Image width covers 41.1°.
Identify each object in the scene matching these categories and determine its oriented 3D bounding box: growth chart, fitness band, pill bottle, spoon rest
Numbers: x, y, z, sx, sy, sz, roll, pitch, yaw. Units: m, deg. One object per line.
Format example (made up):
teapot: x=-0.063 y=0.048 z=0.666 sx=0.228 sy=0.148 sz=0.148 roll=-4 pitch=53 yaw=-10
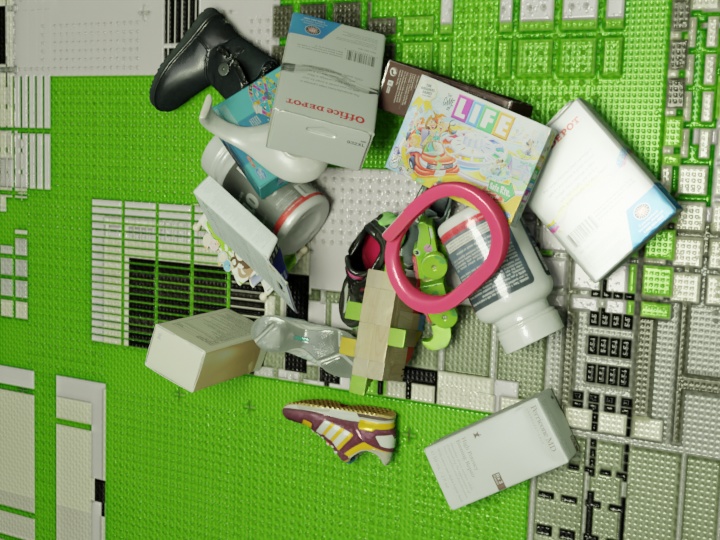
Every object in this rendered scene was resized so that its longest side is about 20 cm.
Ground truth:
growth chart: x=-0.188 y=-0.049 z=1.592 sx=0.200 sy=0.018 sz=0.145 roll=46 pitch=113 yaw=17
fitness band: x=0.110 y=-0.030 z=1.280 sx=0.144 sy=0.037 sz=0.200 roll=49 pitch=125 yaw=5
pill bottle: x=0.199 y=0.006 z=1.340 sx=0.118 sy=0.119 sz=0.203 roll=-28 pitch=81 yaw=26
spoon rest: x=-0.138 y=-0.193 z=1.399 sx=0.197 sy=0.061 sz=0.101 roll=21 pitch=71 yaw=-9
pill bottle: x=-0.153 y=-0.130 z=1.512 sx=0.200 sy=0.113 sz=0.115 roll=43 pitch=112 yaw=17

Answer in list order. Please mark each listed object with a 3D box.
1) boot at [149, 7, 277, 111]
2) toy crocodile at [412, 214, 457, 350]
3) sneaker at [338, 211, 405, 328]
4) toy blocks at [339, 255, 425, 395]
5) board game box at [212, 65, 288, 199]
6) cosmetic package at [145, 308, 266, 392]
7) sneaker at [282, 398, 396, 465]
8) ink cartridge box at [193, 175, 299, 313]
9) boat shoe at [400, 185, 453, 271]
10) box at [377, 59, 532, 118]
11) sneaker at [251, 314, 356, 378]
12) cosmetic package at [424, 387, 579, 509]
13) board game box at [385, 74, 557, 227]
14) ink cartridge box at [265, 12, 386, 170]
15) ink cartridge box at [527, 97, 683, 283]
boot: x=-0.239 y=-0.301 z=1.561 sx=0.168 sy=0.076 sz=0.201 roll=45 pitch=106 yaw=20
toy crocodile: x=0.104 y=0.019 z=1.394 sx=0.060 sy=0.068 sz=0.203 roll=-9 pitch=113 yaw=11
sneaker: x=0.000 y=0.000 z=1.451 sx=0.076 sy=0.083 sz=0.203 roll=38 pitch=125 yaw=30
toy blocks: x=0.049 y=0.083 z=1.422 sx=0.098 sy=0.136 sz=0.204 roll=8 pitch=88 yaw=26
board game box: x=-0.110 y=-0.225 z=1.457 sx=0.198 sy=0.047 sz=0.152 roll=-33 pitch=76 yaw=-12
cosmetic package: x=-0.238 y=0.123 z=1.531 sx=0.104 sy=0.199 sz=0.072 roll=26 pitch=106 yaw=23
sneaker: x=-0.039 y=0.255 z=1.511 sx=0.197 sy=0.075 sz=0.092 roll=4 pitch=91 yaw=28
ink cartridge box: x=-0.159 y=-0.035 z=1.461 sx=0.041 sy=0.200 sz=0.200 roll=-44 pitch=79 yaw=-11
boat shoe: x=0.100 y=-0.089 z=1.414 sx=0.072 sy=0.062 sz=0.202 roll=32 pitch=109 yaw=19
box: x=0.134 y=-0.233 z=1.364 sx=0.197 sy=0.100 sz=0.076 roll=22 pitch=104 yaw=25
sneaker: x=-0.071 y=0.111 z=1.522 sx=0.197 sy=0.080 sz=0.072 roll=20 pitch=96 yaw=5
cosmetic package: x=0.203 y=0.259 z=1.388 sx=0.198 sy=0.074 sz=0.103 roll=-31 pitch=81 yaw=27
board game box: x=0.144 y=-0.161 z=1.281 sx=0.198 sy=0.034 sz=0.137 roll=27 pitch=100 yaw=23
ink cartridge box: x=-0.048 y=-0.257 z=1.375 sx=0.142 sy=0.203 sz=0.084 roll=13 pitch=144 yaw=-8
ink cartridge box: x=0.310 y=-0.108 z=1.292 sx=0.144 sy=0.084 sz=0.201 roll=-44 pitch=76 yaw=23
